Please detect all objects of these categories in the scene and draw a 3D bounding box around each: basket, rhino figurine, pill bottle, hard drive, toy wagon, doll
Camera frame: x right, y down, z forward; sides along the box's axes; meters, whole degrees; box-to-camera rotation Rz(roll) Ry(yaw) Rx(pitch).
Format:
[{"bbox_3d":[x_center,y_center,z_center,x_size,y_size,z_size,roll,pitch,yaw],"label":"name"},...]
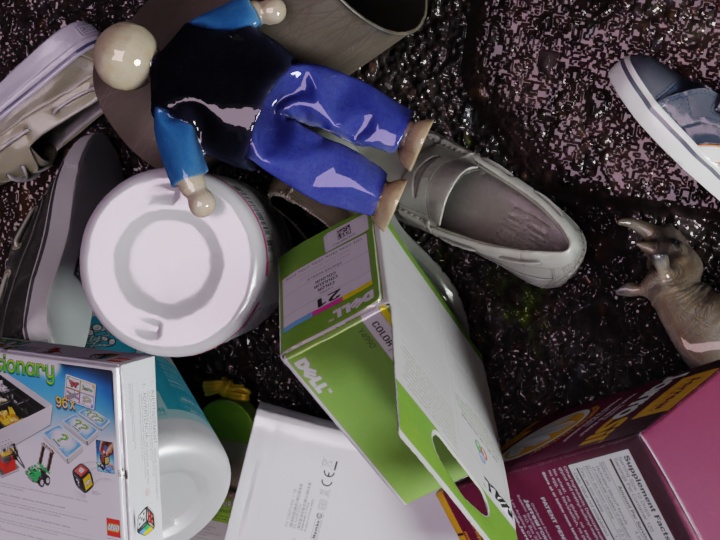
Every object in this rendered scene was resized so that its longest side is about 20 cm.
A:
[{"bbox_3d":[-0.073,-0.162,0.889,0.200,0.181,0.136,-35,116,29],"label":"basket"},{"bbox_3d":[0.231,0.040,0.830,0.200,0.087,0.060,48,140,8],"label":"rhino figurine"},{"bbox_3d":[-0.178,0.098,0.945,0.111,0.110,0.200,-56,45,17],"label":"pill bottle"},{"bbox_3d":[0.009,0.181,0.936,0.199,0.026,0.133,15,102,-1],"label":"hard drive"},{"bbox_3d":[-0.099,0.177,0.996,0.154,0.040,0.202,8,99,18],"label":"toy wagon"},{"bbox_3d":[-0.064,-0.091,0.774,0.199,0.048,0.137,24,81,0],"label":"doll"},{"bbox_3d":[-0.105,-0.007,0.879,0.112,0.200,0.114,0,91,5],"label":"pill bottle"}]

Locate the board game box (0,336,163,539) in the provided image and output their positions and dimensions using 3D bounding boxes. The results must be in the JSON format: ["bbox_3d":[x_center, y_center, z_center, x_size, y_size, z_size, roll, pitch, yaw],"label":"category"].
[{"bbox_3d":[-0.211,0.110,0.847,0.199,0.035,0.127,4,99,34],"label":"board game box"}]

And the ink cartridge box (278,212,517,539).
[{"bbox_3d":[0.020,0.082,0.778,0.075,0.201,0.148,-27,124,15],"label":"ink cartridge box"}]

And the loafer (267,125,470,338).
[{"bbox_3d":[0.000,0.000,0.891,0.200,0.070,0.075,55,151,-17],"label":"loafer"}]

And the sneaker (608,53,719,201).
[{"bbox_3d":[0.246,-0.075,0.823,0.200,0.078,0.079,44,113,-3],"label":"sneaker"}]

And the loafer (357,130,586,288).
[{"bbox_3d":[0.060,-0.055,0.887,0.199,0.070,0.070,26,83,12],"label":"loafer"}]

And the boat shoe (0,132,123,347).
[{"bbox_3d":[-0.218,-0.019,0.943,0.063,0.201,0.071,-9,136,18],"label":"boat shoe"}]

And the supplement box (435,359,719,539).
[{"bbox_3d":[0.155,0.131,0.816,0.200,0.110,0.086,-30,89,53],"label":"supplement box"}]

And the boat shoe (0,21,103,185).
[{"bbox_3d":[-0.257,-0.100,0.998,0.200,0.072,0.062,-42,81,16],"label":"boat shoe"}]
